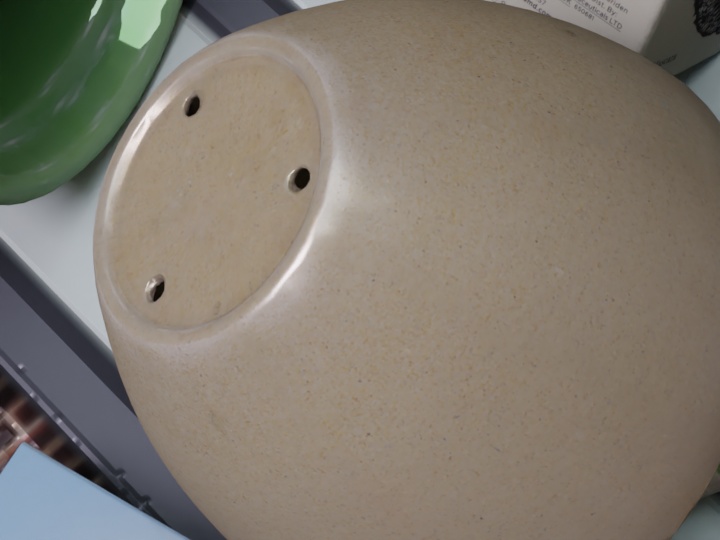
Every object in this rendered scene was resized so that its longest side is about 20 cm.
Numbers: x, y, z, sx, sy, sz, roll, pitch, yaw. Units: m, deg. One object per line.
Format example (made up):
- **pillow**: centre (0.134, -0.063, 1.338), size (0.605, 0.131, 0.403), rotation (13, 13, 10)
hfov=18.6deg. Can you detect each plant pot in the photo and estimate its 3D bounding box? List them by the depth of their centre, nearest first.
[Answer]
- **plant pot**: centre (0.000, 0.000, 0.648), size (0.199, 0.134, 0.202), rotation (-18, 60, 35)

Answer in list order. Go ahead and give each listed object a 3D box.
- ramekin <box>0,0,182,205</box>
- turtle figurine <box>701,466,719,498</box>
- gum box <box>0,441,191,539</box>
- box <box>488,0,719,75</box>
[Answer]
- **ramekin**: centre (-0.140, -0.131, 0.744), size (0.097, 0.200, 0.201), rotation (15, 67, 21)
- **turtle figurine**: centre (0.159, 0.036, 0.643), size (0.193, 0.200, 0.144), rotation (-35, 98, 14)
- **gum box**: centre (-0.068, 0.174, 0.672), size (0.199, 0.045, 0.171), rotation (27, 70, 18)
- **box**: centre (0.116, -0.161, 0.722), size (0.068, 0.201, 0.082), rotation (39, 39, 21)
